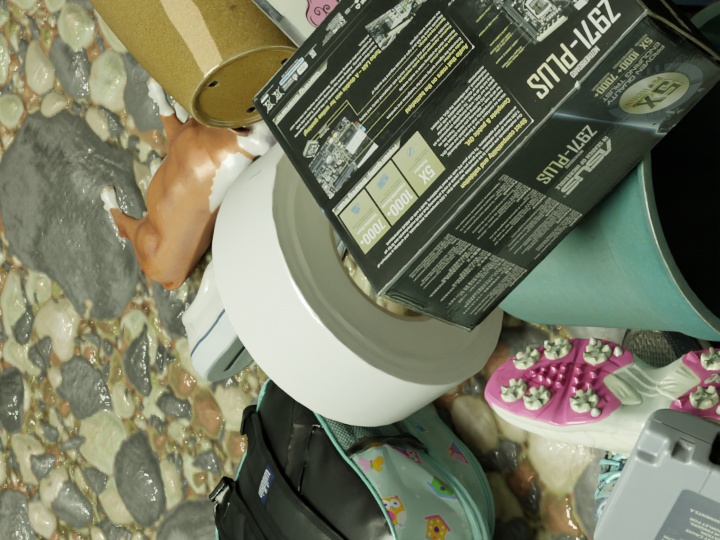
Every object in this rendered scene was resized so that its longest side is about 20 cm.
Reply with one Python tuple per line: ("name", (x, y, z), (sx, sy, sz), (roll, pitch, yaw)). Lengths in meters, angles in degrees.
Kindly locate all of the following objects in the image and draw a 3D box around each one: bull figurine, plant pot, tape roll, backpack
("bull figurine", (-0.135, -0.080, 1.480), (0.121, 0.065, 0.200), (53, 125, 33))
("plant pot", (0.169, -0.047, 1.097), (0.196, 0.200, 0.200), (-6, 90, 53))
("tape roll", (0.000, 0.000, 1.253), (0.071, 0.202, 0.202), (-36, 69, 42))
("backpack", (0.005, 0.185, 1.297), (0.200, 0.153, 0.176), (55, 130, 44))
("plant pot", (-0.114, -0.207, 1.343), (0.186, 0.186, 0.200), (-45, 57, 38))

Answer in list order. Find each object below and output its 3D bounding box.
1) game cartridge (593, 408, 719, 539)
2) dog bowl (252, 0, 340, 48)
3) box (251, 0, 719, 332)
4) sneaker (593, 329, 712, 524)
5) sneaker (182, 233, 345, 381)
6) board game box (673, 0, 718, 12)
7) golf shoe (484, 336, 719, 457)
("game cartridge", (0.239, 0.158, 1.056), (0.200, 0.042, 0.133), (23, 147, 7))
("dog bowl", (0.005, -0.150, 1.172), (0.074, 0.200, 0.200), (-45, 59, 6))
("box", (0.063, -0.099, 0.984), (0.200, 0.086, 0.164), (-47, 51, 17))
("sneaker", (0.186, 0.126, 1.158), (0.078, 0.086, 0.200), (-5, 91, 45))
("sneaker", (-0.084, 0.007, 1.429), (0.200, 0.073, 0.071), (-46, 66, 38))
("board game box", (0.179, -0.251, 1.077), (0.097, 0.159, 0.200), (11, 101, 45))
("golf shoe", (0.168, 0.092, 1.102), (0.200, 0.075, 0.092), (4, 133, 35))
